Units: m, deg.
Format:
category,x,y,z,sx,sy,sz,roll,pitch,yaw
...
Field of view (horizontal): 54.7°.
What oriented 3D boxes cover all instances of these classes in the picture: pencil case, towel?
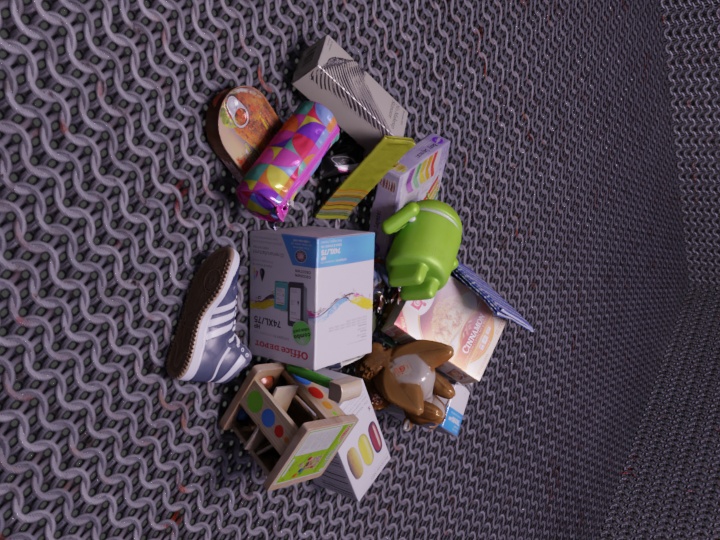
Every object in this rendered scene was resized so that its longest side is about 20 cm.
category,x,y,z,sx,sy,sz,roll,pitch,yaw
pencil case,-0.103,-0.159,1.035,0.088,0.088,0.200,54,55,-43
towel,0.006,-0.153,1.176,0.086,0.200,0.018,-10,62,-51
towel,0.239,0.042,1.357,0.145,0.200,0.024,26,107,-47

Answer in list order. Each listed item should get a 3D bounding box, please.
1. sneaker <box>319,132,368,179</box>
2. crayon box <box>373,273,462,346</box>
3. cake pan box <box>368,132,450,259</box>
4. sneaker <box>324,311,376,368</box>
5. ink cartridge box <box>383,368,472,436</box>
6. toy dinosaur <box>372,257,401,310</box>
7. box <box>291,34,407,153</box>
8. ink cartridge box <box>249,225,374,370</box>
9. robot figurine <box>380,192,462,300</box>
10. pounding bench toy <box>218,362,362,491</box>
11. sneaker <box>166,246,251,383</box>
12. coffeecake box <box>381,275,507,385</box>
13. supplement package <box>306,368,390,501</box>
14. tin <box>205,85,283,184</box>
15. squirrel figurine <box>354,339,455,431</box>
category,x,y,z,sx,sy,sz,roll,pitch,yaw
sneaker,-0.010,-0.217,1.226,0.200,0.080,0.087,-30,108,-55
crayon box,0.126,0.074,1.413,0.126,0.052,0.200,32,68,-13
cake pan box,0.089,-0.139,1.324,0.184,0.052,0.201,-36,148,-42
sneaker,-0.012,0.128,1.260,0.200,0.090,0.067,-26,116,-48
ink cartridge box,0.154,0.223,1.448,0.084,0.146,0.201,40,65,-49
toy dinosaur,0.000,0.000,1.268,0.182,0.105,0.200,53,38,-31
box,-0.014,-0.282,1.143,0.200,0.068,0.082,35,50,-32
ink cartridge box,-0.077,0.037,1.111,0.146,0.146,0.201,-10,104,-52
robot figurine,0.116,-0.042,1.244,0.175,0.115,0.200,47,50,-35
pounding bench toy,-0.098,0.199,1.065,0.124,0.156,0.200,5,123,-54
sneaker,-0.200,0.071,1.018,0.108,0.070,0.201,26,83,-47
coffeecake box,0.165,0.102,1.349,0.200,0.073,0.154,34,67,-8
supplement package,-0.040,0.290,1.237,0.114,0.109,0.201,-46,130,-37
tin,-0.159,-0.185,1.052,0.200,0.042,0.112,57,49,-42
squirrel figurine,0.081,0.221,1.315,0.142,0.199,0.187,-65,154,-26
